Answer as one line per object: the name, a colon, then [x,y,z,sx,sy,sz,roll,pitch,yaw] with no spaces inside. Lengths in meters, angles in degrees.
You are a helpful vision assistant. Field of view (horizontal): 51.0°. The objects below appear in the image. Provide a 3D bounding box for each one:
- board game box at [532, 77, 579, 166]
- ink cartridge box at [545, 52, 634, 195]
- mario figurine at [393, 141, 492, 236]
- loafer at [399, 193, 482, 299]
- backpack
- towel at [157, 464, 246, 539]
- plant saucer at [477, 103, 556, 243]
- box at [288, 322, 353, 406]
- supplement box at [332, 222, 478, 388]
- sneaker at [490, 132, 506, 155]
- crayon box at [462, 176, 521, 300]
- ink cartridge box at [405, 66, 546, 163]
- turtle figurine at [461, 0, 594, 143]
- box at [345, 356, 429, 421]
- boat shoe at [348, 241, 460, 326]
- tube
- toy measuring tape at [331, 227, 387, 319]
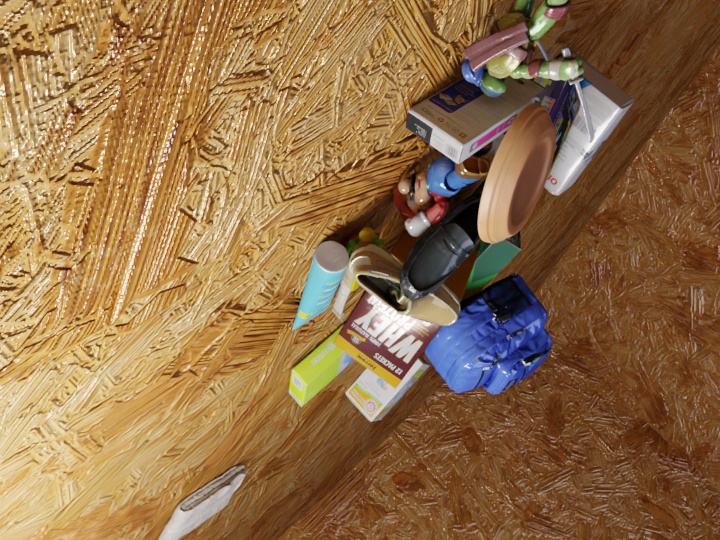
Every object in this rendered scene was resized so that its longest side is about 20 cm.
board game box: [0.291,-0.214,1.243,0.204,0.056,0.165,-65,159,0]
ink cartridge box: [0.374,-0.265,1.375,0.085,0.146,0.202,-31,158,-46]
mario figurine: [0.101,-0.131,1.088,0.123,0.107,0.200,-40,179,-34]
loafer: [0.126,-0.041,1.070,0.201,0.068,0.070,-47,-176,-26]
backpack: [0.223,0.126,1.327,0.197,0.169,0.164,-24,151,-20]
towel: [-0.318,0.479,1.538,0.199,0.034,0.134,-23,150,-55]
plant saucer: [0.225,-0.130,1.057,0.200,0.037,0.203,-46,149,-37]
box: [-0.052,0.167,1.469,0.199,0.048,0.123,-40,163,-26]
supplement box: [0.079,0.044,1.273,0.202,0.131,0.198,-57,179,30]
sneaker: [0.260,-0.234,1.303,0.081,0.076,0.200,-56,165,1]
crayon box: [0.220,-0.061,1.402,0.173,0.057,0.203,-49,-159,37]
ink cartridge box: [0.158,-0.220,1.017,0.199,0.094,0.038,-37,152,-32]
turtle figurine: [0.240,-0.304,0.953,0.146,0.195,0.196,-73,-179,-46]
box: [0.070,0.281,1.947,0.201,0.101,0.112,-48,163,3]
boat shoe: [0.065,0.039,1.088,0.072,0.197,0.077,-52,-156,28]
tube: [-0.061,0.028,1.140,0.076,0.051,0.201,-26,160,-25]
toy measuring tape: [0.000,0.000,1.169,0.073,0.073,0.202,-35,157,-33]
